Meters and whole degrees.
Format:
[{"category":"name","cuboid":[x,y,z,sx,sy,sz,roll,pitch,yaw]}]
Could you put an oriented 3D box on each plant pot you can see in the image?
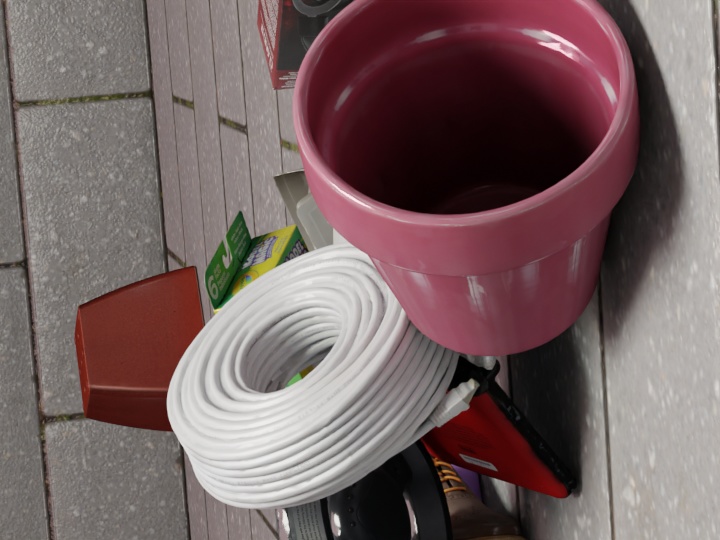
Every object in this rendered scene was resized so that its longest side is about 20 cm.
[{"category":"plant pot","cuboid":[0.072,-0.051,1.346,0.179,0.199,0.200,74,-179,-51]},{"category":"plant pot","cuboid":[-0.323,0.126,3.317,0.200,0.176,0.201,113,149,-68]}]

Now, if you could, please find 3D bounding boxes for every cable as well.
[{"category":"cable","cuboid":[-0.033,0.067,1.476,0.069,0.200,0.200,55,172,-32]}]

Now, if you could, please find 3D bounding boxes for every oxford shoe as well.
[{"category":"oxford shoe","cuboid":[0.053,0.174,1.702,0.200,0.071,0.073,5,90,53]}]

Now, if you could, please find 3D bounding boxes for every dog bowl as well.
[{"category":"dog bowl","cuboid":[0.000,0.000,1.808,0.201,0.059,0.200,63,177,7]}]

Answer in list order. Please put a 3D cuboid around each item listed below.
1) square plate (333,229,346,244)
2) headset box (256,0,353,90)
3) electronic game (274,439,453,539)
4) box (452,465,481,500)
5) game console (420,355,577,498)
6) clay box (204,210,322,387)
[{"category":"square plate","cuboid":[0.030,-0.064,1.576,0.200,0.028,0.199,-40,43,50]},{"category":"headset box","cuboid":[0.007,-0.215,1.626,0.200,0.148,0.077,99,162,-48]},{"category":"electronic game","cuboid":[0.004,0.173,1.559,0.200,0.042,0.201,33,-132,-48]},{"category":"box","cuboid":[0.063,0.189,1.819,0.137,0.039,0.201,133,130,-73]},{"category":"game console","cuboid":[0.084,0.048,1.569,0.172,0.119,0.200,50,164,-20]},{"category":"clay box","cuboid":[-0.052,0.056,1.779,0.200,0.047,0.115,65,-156,-23]}]
